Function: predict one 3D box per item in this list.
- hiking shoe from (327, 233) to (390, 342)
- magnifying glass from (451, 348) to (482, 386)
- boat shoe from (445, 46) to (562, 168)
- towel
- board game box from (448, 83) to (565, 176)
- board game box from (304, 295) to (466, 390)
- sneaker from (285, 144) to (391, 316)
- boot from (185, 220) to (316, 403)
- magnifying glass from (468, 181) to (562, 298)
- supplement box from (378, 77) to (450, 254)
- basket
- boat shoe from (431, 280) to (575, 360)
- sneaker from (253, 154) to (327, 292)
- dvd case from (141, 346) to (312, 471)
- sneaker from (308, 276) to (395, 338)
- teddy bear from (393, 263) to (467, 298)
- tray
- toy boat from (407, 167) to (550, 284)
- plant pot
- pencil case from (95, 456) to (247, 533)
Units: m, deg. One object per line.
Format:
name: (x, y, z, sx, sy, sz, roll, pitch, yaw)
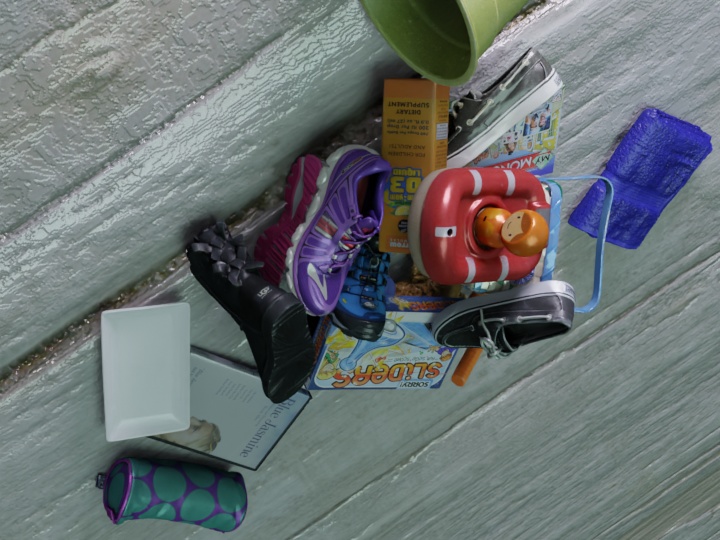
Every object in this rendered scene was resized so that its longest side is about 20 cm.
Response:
hiking shoe: (0.000, 0.000, 1.373, 0.074, 0.200, 0.087, 12, 126, -14)
magnifying glass: (0.176, 0.072, 1.578, 0.200, 0.022, 0.080, -56, 168, -28)
boat shoe: (0.140, -0.183, 1.362, 0.200, 0.071, 0.064, -39, 104, 13)
towel: (0.397, -0.122, 1.620, 0.147, 0.050, 0.200, 11, 119, -39)
board game box: (0.159, -0.161, 1.453, 0.200, 0.029, 0.135, -17, 132, -20)
board game box: (0.034, 0.093, 1.483, 0.200, 0.034, 0.136, 2, 128, -27)
sneaker: (-0.021, -0.041, 1.295, 0.081, 0.083, 0.200, 9, 101, -45)
boot: (-0.132, 0.048, 1.353, 0.073, 0.162, 0.198, -35, 149, -25)
magnifying glass: (0.209, -0.036, 1.551, 0.200, 0.022, 0.080, -53, 146, -7)
supplement box: (0.062, -0.119, 1.328, 0.069, 0.066, 0.200, -30, 122, -70)
basket: (0.218, -0.033, 1.453, 0.200, 0.139, 0.177, -1, 101, -20)
boat shoe: (0.171, 0.072, 1.403, 0.199, 0.068, 0.074, -15, 141, 31)
sneaker: (-0.060, -0.038, 1.381, 0.088, 0.081, 0.200, 9, 121, -35)
dvd case: (-0.181, 0.185, 1.519, 0.200, 0.018, 0.143, 25, 111, -34)
sneaker: (-0.044, 0.071, 1.491, 0.200, 0.070, 0.078, -44, 143, 10)
teddy bear: (0.109, 0.002, 1.544, 0.145, 0.067, 0.200, 18, 109, -51)
tray: (-0.263, 0.121, 1.417, 0.107, 0.022, 0.200, -6, 125, -18)
toy boat: (0.151, -0.046, 1.275, 0.200, 0.131, 0.131, -4, 100, -38)
plant pot: (0.117, -0.326, 1.194, 0.190, 0.200, 0.200, -39, 138, -17)
pencil case: (-0.248, 0.303, 1.549, 0.200, 0.085, 0.093, 17, 100, -40)
